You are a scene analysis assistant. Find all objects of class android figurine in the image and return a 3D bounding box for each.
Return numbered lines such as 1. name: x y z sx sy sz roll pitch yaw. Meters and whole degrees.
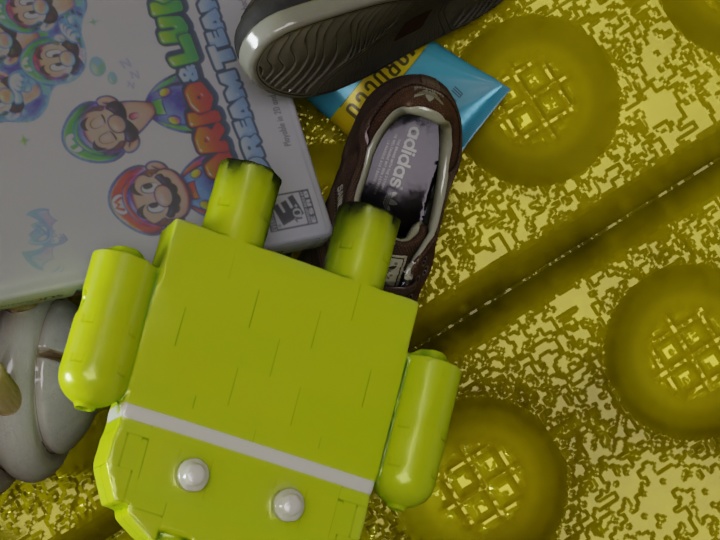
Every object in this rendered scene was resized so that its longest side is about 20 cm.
1. android figurine: -0.046 0.056 0.940 0.181 0.041 0.201 21 72 -15

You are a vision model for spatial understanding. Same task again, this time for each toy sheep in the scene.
1. toy sheep: -0.194 0.049 1.008 0.199 0.138 0.139 6 83 10

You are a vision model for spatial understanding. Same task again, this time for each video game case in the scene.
1. video game case: -0.123 -0.090 0.987 0.181 0.024 0.201 -11 76 -24

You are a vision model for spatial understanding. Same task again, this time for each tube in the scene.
1. tube: -0.024 -0.124 1.074 0.200 0.050 0.078 38 87 -1

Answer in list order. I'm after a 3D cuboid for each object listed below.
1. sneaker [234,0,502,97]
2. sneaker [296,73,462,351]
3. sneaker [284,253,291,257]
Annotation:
1. sneaker: -0.010 -0.157 1.031 0.200 0.075 0.106 -26 72 -45
2. sneaker: 0.000 0.000 1.029 0.070 0.076 0.201 14 94 -3
3. sneaker: -0.127 -0.044 1.046 0.199 0.078 0.080 32 95 10
